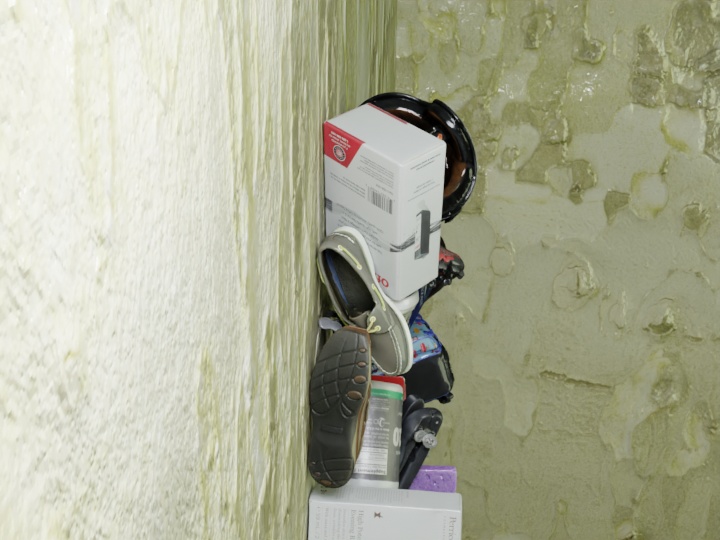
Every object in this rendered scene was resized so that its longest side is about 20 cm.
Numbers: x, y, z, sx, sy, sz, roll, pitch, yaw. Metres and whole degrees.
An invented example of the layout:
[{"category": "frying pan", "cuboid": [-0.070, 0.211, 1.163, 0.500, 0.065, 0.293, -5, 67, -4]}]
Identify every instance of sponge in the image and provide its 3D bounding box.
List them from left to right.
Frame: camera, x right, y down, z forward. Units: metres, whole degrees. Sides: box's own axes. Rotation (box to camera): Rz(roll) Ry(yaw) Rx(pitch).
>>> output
[{"category": "sponge", "cuboid": [0.048, 0.357, 1.567, 0.030, 0.196, 0.114, -71, 162, -84]}]

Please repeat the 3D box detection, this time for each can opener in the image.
[{"category": "can opener", "cuboid": [0.066, 0.290, 1.521, 0.079, 0.062, 0.203, -134, -116, -70]}]

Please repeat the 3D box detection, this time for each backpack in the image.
[{"category": "backpack", "cuboid": [0.051, 0.150, 1.714, 0.200, 0.179, 0.137, -115, -172, -68]}]

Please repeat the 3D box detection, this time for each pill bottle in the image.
[{"category": "pill bottle", "cuboid": [0.002, 0.265, 1.462, 0.113, 0.111, 0.204, 74, 19, -78]}]

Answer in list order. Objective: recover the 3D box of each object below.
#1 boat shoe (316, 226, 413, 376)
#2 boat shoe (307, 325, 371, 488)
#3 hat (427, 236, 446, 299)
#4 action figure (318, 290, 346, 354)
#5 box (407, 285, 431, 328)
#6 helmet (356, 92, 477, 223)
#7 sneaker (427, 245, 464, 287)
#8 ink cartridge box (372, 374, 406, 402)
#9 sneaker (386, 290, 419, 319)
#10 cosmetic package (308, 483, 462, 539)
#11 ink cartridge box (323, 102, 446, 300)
[{"category": "boat shoe", "cuboid": [0.003, 0.047, 1.270, 0.204, 0.071, 0.060, 65, 31, -8]}, {"category": "boat shoe", "cuboid": [-0.023, 0.166, 1.266, 0.074, 0.074, 0.204, -28, 130, -70]}, {"category": "hat", "cuboid": [0.065, -0.027, 1.843, 0.081, 0.197, 0.204, 60, 29, -52]}, {"category": "action figure", "cuboid": [-0.022, 0.089, 1.398, 0.200, 0.054, 0.121, 13, 78, -82]}, {"category": "box", "cuboid": [0.089, 0.003, 1.578, 0.201, 0.032, 0.123, -58, 157, -49]}, {"category": "helmet", "cuboid": [0.067, -0.163, 1.517, 0.190, 0.197, 0.204, 21, -68, 61]}, {"category": "sneaker", "cuboid": [0.057, -0.037, 1.451, 0.071, 0.197, 0.099, 114, -16, -54]}, {"category": "ink cartridge box", "cuboid": [0.014, 0.243, 1.593, 0.067, 0.114, 0.204, -78, 171, -69]}, {"category": "sneaker", "cuboid": [0.042, 0.066, 1.390, 0.200, 0.071, 0.087, 162, -73, -87]}, {"category": "cosmetic package", "cuboid": [0.032, 0.340, 1.311, 0.074, 0.196, 0.104, -56, 148, -82]}, {"category": "ink cartridge box", "cuboid": [0.028, -0.086, 1.285, 0.083, 0.143, 0.203, -27, 134, -34]}]
